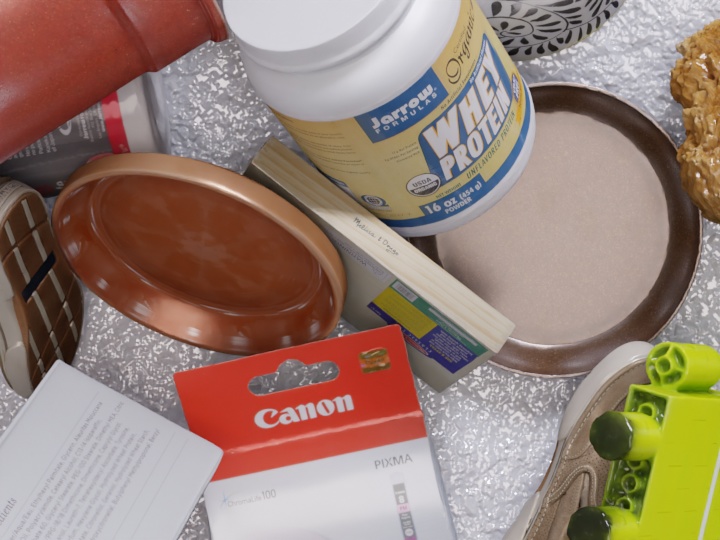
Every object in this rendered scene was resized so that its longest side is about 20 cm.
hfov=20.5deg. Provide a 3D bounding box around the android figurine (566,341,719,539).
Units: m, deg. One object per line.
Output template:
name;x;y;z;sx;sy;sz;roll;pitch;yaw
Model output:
android figurine;0.201;0.137;1.296;0.041;0.200;0.183;15;96;35

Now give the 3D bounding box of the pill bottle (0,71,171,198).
pill bottle;-0.232;-0.099;1.318;0.199;0.111;0.111;-10;96;3

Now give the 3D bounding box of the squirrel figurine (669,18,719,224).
squirrel figurine;0.301;-0.108;1.287;0.199;0.142;0.187;15;90;-2

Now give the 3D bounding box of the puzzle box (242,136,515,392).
puzzle box;0.000;0.000;1.313;0.200;0.133;0.025;38;70;-3

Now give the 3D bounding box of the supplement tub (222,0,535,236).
supplement tub;0.013;-0.128;1.245;0.144;0.200;0.145;-14;54;20

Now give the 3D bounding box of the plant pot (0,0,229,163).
plant pot;-0.215;-0.160;1.183;0.195;0.201;0.201;-38;94;-6

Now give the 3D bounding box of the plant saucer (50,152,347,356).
plant saucer;-0.103;-0.012;1.300;0.200;0.200;0.032;20;58;0

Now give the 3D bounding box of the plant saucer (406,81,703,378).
plant saucer;0.131;-0.028;1.352;0.200;0.032;0.201;0;97;2

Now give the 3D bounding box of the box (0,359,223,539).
box;-0.207;0.203;1.277;0.130;0.200;0.199;29;123;-1

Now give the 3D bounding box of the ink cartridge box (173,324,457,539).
ink cartridge box;-0.027;0.149;1.340;0.162;0.057;0.200;-13;120;4

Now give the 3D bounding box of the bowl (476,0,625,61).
bowl;0.097;-0.236;1.299;0.200;0.094;0.201;0;97;3

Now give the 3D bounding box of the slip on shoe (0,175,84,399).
slip on shoe;-0.234;0.010;1.314;0.060;0.200;0.076;20;59;20

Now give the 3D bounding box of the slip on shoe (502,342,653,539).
slip on shoe;0.158;0.146;1.335;0.076;0.061;0.200;22;103;-40
